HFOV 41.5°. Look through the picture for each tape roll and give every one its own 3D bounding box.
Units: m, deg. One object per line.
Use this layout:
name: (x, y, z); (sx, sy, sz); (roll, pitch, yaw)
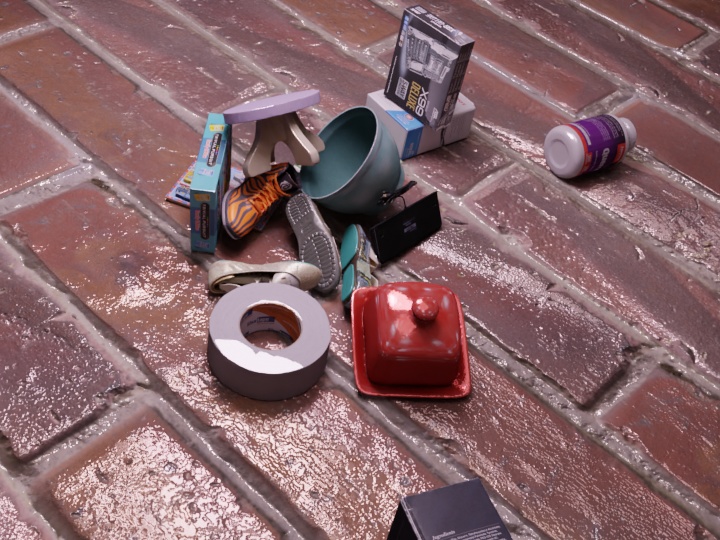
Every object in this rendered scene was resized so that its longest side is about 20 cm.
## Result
tape roll: (-0.148, 0.111, 1.537); (0.197, 0.067, 0.202); (6, 44, -6)

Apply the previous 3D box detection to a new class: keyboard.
keyboard: (0.083, -0.104, 1.779); (0.020, 0.129, 0.199); (8, 28, 40)

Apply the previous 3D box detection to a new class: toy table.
toy table: (-0.150, -0.250, 1.720); (0.198, 0.119, 0.183); (-20, 19, -27)

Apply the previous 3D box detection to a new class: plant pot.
plant pot: (0.000, -0.188, 1.793); (0.134, 0.200, 0.202); (35, 29, -35)

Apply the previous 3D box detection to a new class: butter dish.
butter dish: (0.090, 0.090, 1.530); (0.196, 0.148, 0.202); (2, 59, -9)

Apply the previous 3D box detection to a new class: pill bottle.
pill bottle: (0.502, -0.274, 2.058); (0.198, 0.113, 0.113); (-18, 50, -28)

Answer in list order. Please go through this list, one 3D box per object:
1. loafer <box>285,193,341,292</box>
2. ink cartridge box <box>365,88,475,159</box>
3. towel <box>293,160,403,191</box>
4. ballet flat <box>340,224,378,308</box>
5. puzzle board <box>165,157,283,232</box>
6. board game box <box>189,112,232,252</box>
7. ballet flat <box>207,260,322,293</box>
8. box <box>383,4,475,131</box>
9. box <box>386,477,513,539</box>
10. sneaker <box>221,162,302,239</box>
loafer: (-0.073, -0.048, 1.714); (0.075, 0.070, 0.202); (-28, 61, 18)
ink cartridge box: (0.127, -0.335, 2.060); (0.198, 0.084, 0.145); (-22, 52, -31)
towel: (-0.027, -0.211, 1.942); (0.152, 0.024, 0.200); (31, 44, 19)
ballet flat: (0.000, 0.000, 1.701); (0.073, 0.075, 0.202); (8, 44, -4)
puzzle board: (-0.254, -0.154, 1.832); (0.197, 0.018, 0.151); (19, 43, 7)
board game box: (-0.268, -0.159, 1.713); (0.046, 0.152, 0.202); (7, 48, -3)
ballet flat: (-0.165, 0.023, 1.631); (0.197, 0.068, 0.063); (1, 41, 3)
box: (0.137, -0.411, 1.933); (0.049, 0.202, 0.157); (-27, 56, -39)
box: (0.118, 0.406, 1.182); (0.122, 0.202, 0.198); (-10, 47, -24)
sneaker: (-0.175, -0.141, 1.733); (0.111, 0.078, 0.201); (-14, 36, 31)
